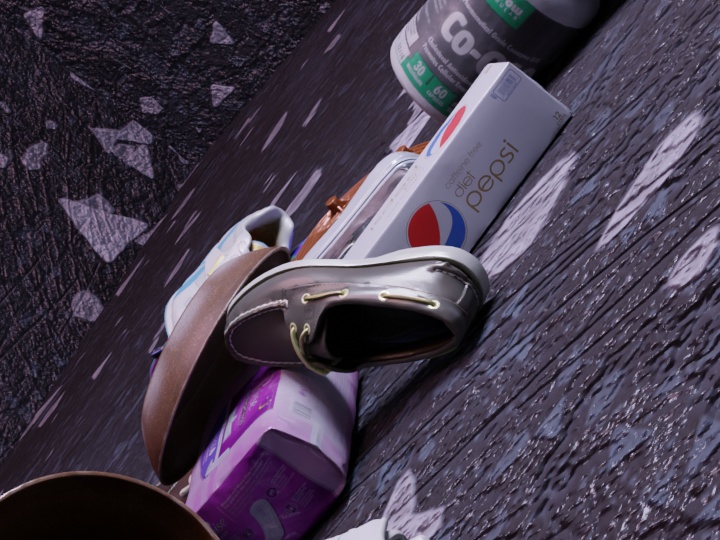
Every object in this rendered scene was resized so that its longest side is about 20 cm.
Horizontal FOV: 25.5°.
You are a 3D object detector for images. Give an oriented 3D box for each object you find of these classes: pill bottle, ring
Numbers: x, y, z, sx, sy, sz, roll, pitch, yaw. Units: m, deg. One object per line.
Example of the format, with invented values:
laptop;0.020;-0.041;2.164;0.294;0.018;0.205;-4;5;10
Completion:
pill bottle;0.124;-0.216;1.305;0.200;0.113;0.113;-46;13;34
ring;0.008;-0.047;1.394;0.200;0.019;0.201;-37;22;18

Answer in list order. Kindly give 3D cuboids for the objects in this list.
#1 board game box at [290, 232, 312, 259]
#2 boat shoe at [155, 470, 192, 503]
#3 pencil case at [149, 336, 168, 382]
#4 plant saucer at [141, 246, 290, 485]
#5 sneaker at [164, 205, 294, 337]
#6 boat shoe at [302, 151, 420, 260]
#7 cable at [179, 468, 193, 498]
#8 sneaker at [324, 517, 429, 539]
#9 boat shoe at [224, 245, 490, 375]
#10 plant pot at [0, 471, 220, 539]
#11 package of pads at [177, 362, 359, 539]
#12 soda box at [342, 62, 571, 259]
board game box;-0.076;0.055;1.478;0.134;0.045;0.201;-42;15;45
boat shoe;-0.188;0.225;1.360;0.070;0.070;0.200;-47;12;35
pencil case;-0.174;0.079;1.706;0.092;0.086;0.200;-23;18;11
plant saucer;-0.115;0.065;1.206;0.201;0.036;0.201;-61;-10;-19
sneaker;-0.120;0.013;1.477;0.081;0.076;0.201;-42;18;37
boat shoe;0.000;0.000;1.260;0.201;0.072;0.071;-61;30;13
cable;-0.078;0.121;1.262;0.200;0.050;0.097;-48;9;33
sneaker;-0.008;0.168;0.817;0.080;0.071;0.200;-47;15;-17
boat shoe;-0.012;0.034;1.059;0.200;0.072;0.060;-12;33;29
plant pot;-0.189;0.263;1.029;0.188;0.186;0.201;-63;1;-44
package of pads;-0.061;0.123;1.124;0.121;0.075;0.200;-51;11;18
soda box;0.067;-0.058;1.183;0.201;0.064;0.068;-53;11;0
